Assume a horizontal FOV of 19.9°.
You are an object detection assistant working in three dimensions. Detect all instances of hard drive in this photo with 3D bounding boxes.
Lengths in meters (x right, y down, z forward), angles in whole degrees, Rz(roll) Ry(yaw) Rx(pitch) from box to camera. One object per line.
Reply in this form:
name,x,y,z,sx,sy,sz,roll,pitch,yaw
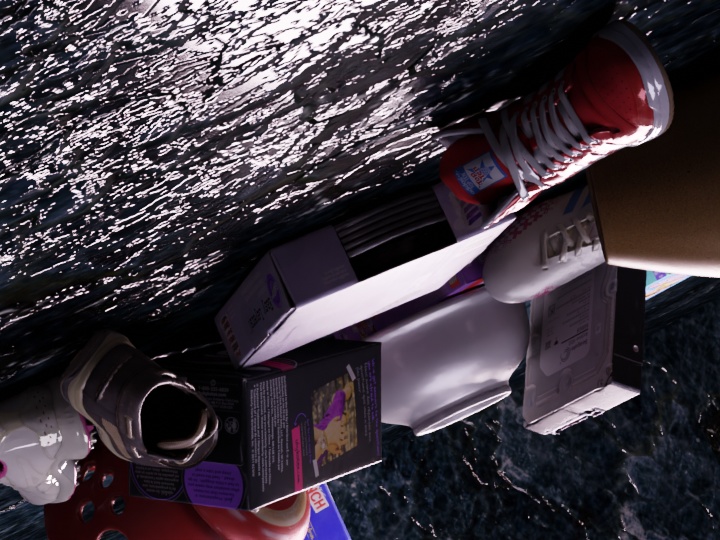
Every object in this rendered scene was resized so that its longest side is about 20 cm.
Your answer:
hard drive,0.199,0.033,1.817,0.038,0.201,0.140,18,152,-24

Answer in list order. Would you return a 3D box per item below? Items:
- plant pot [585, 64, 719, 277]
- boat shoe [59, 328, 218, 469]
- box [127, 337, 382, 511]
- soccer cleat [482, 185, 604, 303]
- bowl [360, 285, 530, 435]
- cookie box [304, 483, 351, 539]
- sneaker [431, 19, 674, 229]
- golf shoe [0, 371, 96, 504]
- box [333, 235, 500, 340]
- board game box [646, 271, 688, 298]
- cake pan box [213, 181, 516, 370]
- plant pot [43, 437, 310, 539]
plant pot,0.266,-0.068,1.482,0.199,0.187,0.186,-12,172,4
boat shoe,-0.143,0.108,1.450,0.075,0.073,0.200,-55,154,-5
box,-0.082,0.116,1.644,0.122,0.106,0.200,4,-172,31
soccer cleat,0.193,-0.038,1.723,0.200,0.070,0.086,-32,-170,-11
bowl,0.074,0.088,1.835,0.201,0.091,0.201,-23,171,-4
cookie box,-0.136,0.308,2.587,0.199,0.172,0.075,-24,174,-7
sneaker,0.109,-0.083,1.220,0.112,0.071,0.200,-26,174,-12
golf shoe,-0.254,0.131,1.531,0.091,0.076,0.200,-13,160,-19
box,0.080,0.015,1.846,0.137,0.039,0.200,-19,170,-39
board game box,0.341,0.017,2.589,0.200,0.045,0.152,-31,169,37
cake pan box,0.000,0.000,1.490,0.184,0.052,0.200,-24,172,-19
plant pot,-0.160,0.214,1.879,0.182,0.201,0.200,-38,167,23
